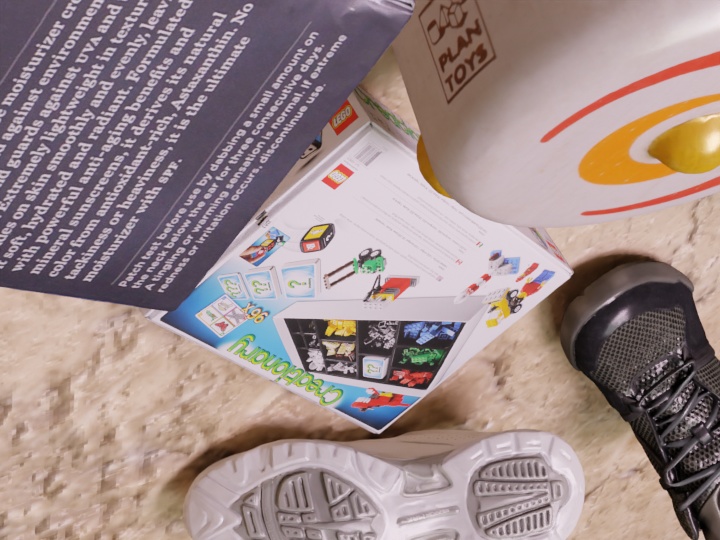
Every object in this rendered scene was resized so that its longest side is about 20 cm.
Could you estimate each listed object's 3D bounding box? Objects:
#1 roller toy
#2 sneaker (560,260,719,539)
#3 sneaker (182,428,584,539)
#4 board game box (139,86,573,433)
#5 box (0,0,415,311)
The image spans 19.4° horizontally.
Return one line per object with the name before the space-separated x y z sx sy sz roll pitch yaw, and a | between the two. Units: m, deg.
roller toy | 0.098 -0.098 0.747 0.199 0.141 0.182 -19 161 9
sneaker | 0.171 0.071 1.102 0.076 0.114 0.200 -35 146 1
sneaker | 0.006 0.118 1.058 0.198 0.079 0.099 0 180 -14
board game box | 0.000 0.000 0.930 0.126 0.035 0.200 -39 147 12
box | -0.128 -0.108 0.527 0.198 0.201 0.123 11 129 -46
